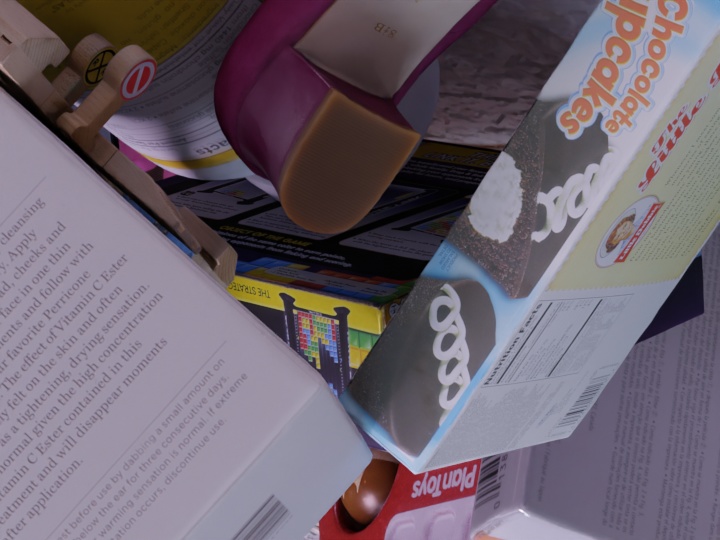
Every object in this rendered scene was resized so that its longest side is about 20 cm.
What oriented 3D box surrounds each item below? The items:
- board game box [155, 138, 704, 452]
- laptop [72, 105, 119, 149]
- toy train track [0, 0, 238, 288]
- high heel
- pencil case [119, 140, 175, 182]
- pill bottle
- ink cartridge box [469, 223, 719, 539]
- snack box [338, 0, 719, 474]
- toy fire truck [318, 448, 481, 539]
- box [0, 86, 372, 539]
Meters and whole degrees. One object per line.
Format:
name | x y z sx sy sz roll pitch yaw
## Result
board game box | 0.000 0.000 0.902 0.165 0.057 0.199 -19 -159 -39
laptop | -0.199 -0.107 0.856 0.186 0.201 0.116 2 -166 30
toy train track | -0.070 -0.039 0.732 0.115 0.033 0.200 40 174 22
high heel | 0.028 -0.106 0.693 0.067 0.201 0.096 24 -163 -27
pencil case | -0.102 0.006 1.077 0.090 0.094 0.200 22 158 40
pill bottle | -0.060 -0.098 0.789 0.111 0.113 0.200 -2 154 37
ink cartridge box | 0.149 0.063 0.998 0.199 0.163 0.050 23 151 -21
snack box | 0.082 -0.032 0.727 0.037 0.201 0.116 40 -161 21
toy fire truck | 0.032 0.083 1.117 0.112 0.169 0.200 23 157 -24
box | -0.105 0.014 0.695 0.200 0.098 0.124 42 174 14
